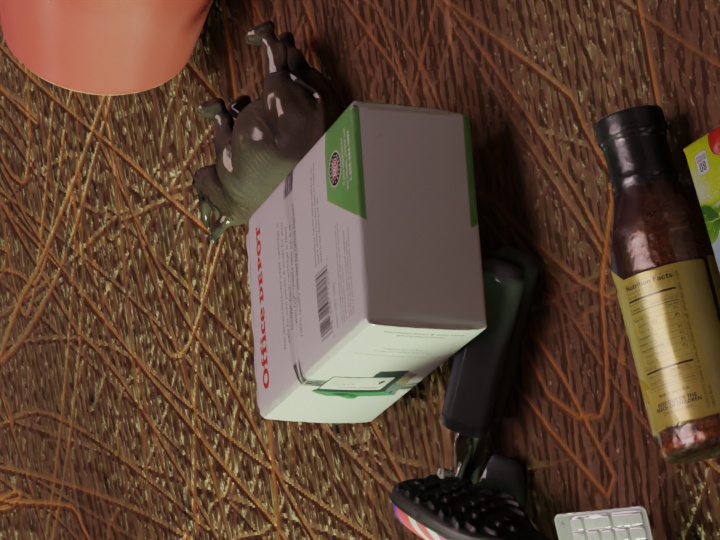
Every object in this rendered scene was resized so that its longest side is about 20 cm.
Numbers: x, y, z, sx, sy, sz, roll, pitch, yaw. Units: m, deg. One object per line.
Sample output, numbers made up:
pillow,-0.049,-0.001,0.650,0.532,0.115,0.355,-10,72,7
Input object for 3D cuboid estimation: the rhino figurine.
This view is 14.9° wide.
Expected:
rhino figurine,-0.074,-0.083,1.912,0.088,0.060,0.200,58,142,18

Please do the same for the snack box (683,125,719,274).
snack box,0.269,-0.024,1.410,0.200,0.067,0.169,-33,66,53

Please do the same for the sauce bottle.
sauce bottle,0.176,0.007,1.555,0.066,0.066,0.201,-31,66,53

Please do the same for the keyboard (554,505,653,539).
keyboard,0.159,0.231,1.588,0.056,0.011,0.201,-6,105,30

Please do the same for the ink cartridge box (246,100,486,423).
ink cartridge box,0.000,0.000,1.745,0.200,0.084,0.147,137,133,-62

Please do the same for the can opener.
can opener,0.083,0.085,1.721,0.066,0.053,0.201,15,111,18

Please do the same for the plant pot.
plant pot,-0.176,-0.235,1.945,0.201,0.200,0.178,54,146,37

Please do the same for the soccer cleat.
soccer cleat,0.095,0.187,1.661,0.199,0.068,0.074,25,116,32
